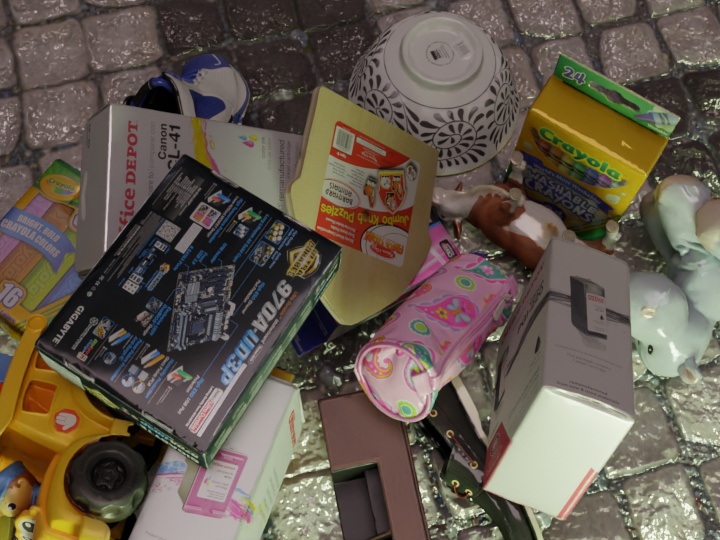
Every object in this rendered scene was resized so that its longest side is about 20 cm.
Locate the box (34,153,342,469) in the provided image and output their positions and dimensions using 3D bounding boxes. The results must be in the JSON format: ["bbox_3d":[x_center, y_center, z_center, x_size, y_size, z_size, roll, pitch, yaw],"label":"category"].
[{"bbox_3d":[-0.130,0.026,0.748,0.158,0.046,0.201,29,67,9],"label":"box"}]

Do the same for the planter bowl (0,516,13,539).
[{"bbox_3d":[-0.357,0.233,0.822,0.083,0.200,0.203,18,62,-34],"label":"planter bowl"}]

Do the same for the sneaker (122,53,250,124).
[{"bbox_3d":[-0.179,-0.172,0.972,0.080,0.115,0.201,-27,44,21],"label":"sneaker"}]

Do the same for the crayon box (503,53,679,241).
[{"bbox_3d":[0.218,-0.110,0.937,0.125,0.200,0.052,32,69,11],"label":"crayon box"}]

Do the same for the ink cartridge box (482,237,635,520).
[{"bbox_3d":[0.177,0.091,0.848,0.084,0.147,0.201,20,40,0],"label":"ink cartridge box"}]

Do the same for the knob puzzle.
[{"bbox_3d":[-0.004,-0.048,0.912,0.030,0.219,0.222,1,59,44],"label":"knob puzzle"}]

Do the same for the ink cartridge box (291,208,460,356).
[{"bbox_3d":[0.000,0.000,0.983,0.198,0.037,0.095,-28,72,-11],"label":"ink cartridge box"}]

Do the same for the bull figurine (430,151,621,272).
[{"bbox_3d":[0.166,-0.048,0.966,0.199,0.122,0.065,32,67,3],"label":"bull figurine"}]

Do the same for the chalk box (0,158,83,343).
[{"bbox_3d":[-0.274,-0.015,0.931,0.123,0.125,0.201,32,69,11],"label":"chalk box"}]

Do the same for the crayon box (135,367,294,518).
[{"bbox_3d":[-0.155,0.173,0.895,0.124,0.052,0.202,21,69,6],"label":"crayon box"}]

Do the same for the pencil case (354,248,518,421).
[{"bbox_3d":[0.076,0.056,0.889,0.087,0.088,0.200,37,40,13],"label":"pencil case"}]

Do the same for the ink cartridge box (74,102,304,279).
[{"bbox_3d":[-0.148,-0.059,0.864,0.198,0.085,0.150,5,82,-33],"label":"ink cartridge box"}]

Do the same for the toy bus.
[{"bbox_3d":[-0.258,0.138,0.770,0.190,0.136,0.202,14,50,-10],"label":"toy bus"}]

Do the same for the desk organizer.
[{"bbox_3d":[0.016,0.214,0.874,0.076,0.072,0.202,-11,68,-4],"label":"desk organizer"}]

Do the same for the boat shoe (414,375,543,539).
[{"bbox_3d":[0.104,0.186,0.888,0.063,0.074,0.203,-25,65,-12],"label":"boat shoe"}]

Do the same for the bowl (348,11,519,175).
[{"bbox_3d":[0.085,-0.215,1.043,0.198,0.094,0.203,1,68,-2],"label":"bowl"}]

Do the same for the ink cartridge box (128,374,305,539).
[{"bbox_3d":[-0.119,0.190,0.784,0.084,0.145,0.202,20,68,6],"label":"ink cartridge box"}]

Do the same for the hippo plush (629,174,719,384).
[{"bbox_3d":[0.318,0.020,0.950,0.161,0.159,0.200,-46,118,-1],"label":"hippo plush"}]

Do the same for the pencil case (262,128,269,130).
[{"bbox_3d":[-0.130,-0.044,0.974,0.077,0.089,0.202,33,68,-19],"label":"pencil case"}]
